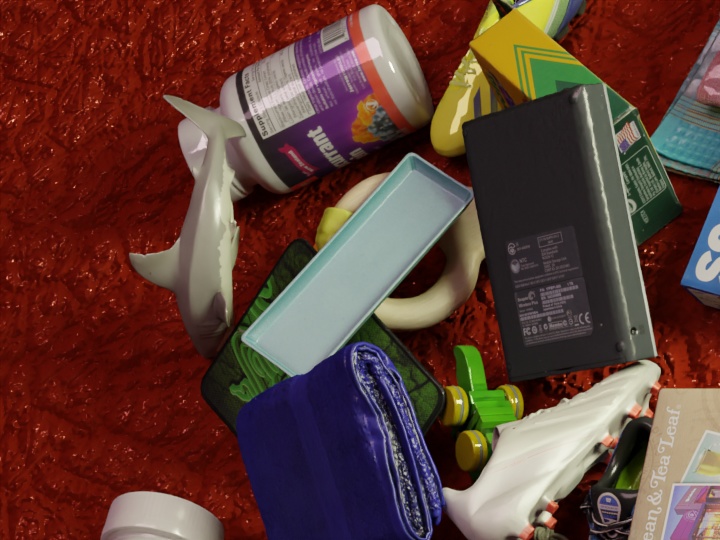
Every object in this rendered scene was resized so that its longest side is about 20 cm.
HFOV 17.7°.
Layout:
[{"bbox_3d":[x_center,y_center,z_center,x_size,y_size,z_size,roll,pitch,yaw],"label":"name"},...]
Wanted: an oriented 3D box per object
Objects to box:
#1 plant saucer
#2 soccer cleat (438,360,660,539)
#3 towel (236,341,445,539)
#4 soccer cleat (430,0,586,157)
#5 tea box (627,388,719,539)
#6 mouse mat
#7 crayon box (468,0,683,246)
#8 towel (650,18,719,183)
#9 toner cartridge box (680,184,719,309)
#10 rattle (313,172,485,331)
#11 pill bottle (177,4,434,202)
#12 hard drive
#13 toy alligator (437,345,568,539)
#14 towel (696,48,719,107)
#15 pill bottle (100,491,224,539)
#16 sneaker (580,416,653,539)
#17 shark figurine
[{"bbox_3d":[0.000,0.000,1.743,0.070,0.019,0.200,34,75,29],"label":"plant saucer"},{"bbox_3d":[0.138,0.120,1.628,0.077,0.069,0.200,35,58,22],"label":"soccer cleat"},{"bbox_3d":[-0.015,0.141,1.663,0.200,0.049,0.148,-29,75,57],"label":"towel"},{"bbox_3d":[0.111,-0.184,1.895,0.065,0.084,0.200,24,73,41],"label":"soccer cleat"},{"bbox_3d":[0.257,0.205,1.433,0.133,0.197,0.201,-2,57,31],"label":"tea box"},{"bbox_3d":[-0.033,0.093,1.762,0.200,0.008,0.161,47,114,33],"label":"mouse mat"},{"bbox_3d":[0.157,-0.119,1.787,0.051,0.127,0.200,-38,44,-5],"label":"crayon box"},{"bbox_3d":[0.326,-0.120,1.756,0.200,0.022,0.147,20,70,40],"label":"towel"},{"bbox_3d":[0.315,-0.062,1.676,0.095,0.043,0.201,16,79,35],"label":"toner cartridge box"},{"bbox_3d":[0.063,-0.010,1.836,0.199,0.143,0.131,-16,64,-10],"label":"rattle"},{"bbox_3d":[-0.048,-0.132,1.938,0.199,0.111,0.112,-26,47,14],"label":"pill bottle"},{"bbox_3d":[0.142,-0.025,1.685,0.139,0.033,0.201,-14,86,53],"label":"hard drive"},{"bbox_3d":[0.100,0.144,1.685,0.054,0.059,0.200,-64,37,42],"label":"toy alligator"},{"bbox_3d":[0.368,-0.167,1.739,0.200,0.023,0.144,17,68,37],"label":"towel"},{"bbox_3d":[-0.166,0.273,1.709,0.109,0.110,0.201,-6,54,29],"label":"pill bottle"},{"bbox_3d":[0.176,0.189,1.571,0.078,0.089,0.201,-3,56,32],"label":"sneaker"},{"bbox_3d":[-0.139,-0.030,1.837,0.089,0.128,0.215,1,96,-1],"label":"shark figurine"}]
